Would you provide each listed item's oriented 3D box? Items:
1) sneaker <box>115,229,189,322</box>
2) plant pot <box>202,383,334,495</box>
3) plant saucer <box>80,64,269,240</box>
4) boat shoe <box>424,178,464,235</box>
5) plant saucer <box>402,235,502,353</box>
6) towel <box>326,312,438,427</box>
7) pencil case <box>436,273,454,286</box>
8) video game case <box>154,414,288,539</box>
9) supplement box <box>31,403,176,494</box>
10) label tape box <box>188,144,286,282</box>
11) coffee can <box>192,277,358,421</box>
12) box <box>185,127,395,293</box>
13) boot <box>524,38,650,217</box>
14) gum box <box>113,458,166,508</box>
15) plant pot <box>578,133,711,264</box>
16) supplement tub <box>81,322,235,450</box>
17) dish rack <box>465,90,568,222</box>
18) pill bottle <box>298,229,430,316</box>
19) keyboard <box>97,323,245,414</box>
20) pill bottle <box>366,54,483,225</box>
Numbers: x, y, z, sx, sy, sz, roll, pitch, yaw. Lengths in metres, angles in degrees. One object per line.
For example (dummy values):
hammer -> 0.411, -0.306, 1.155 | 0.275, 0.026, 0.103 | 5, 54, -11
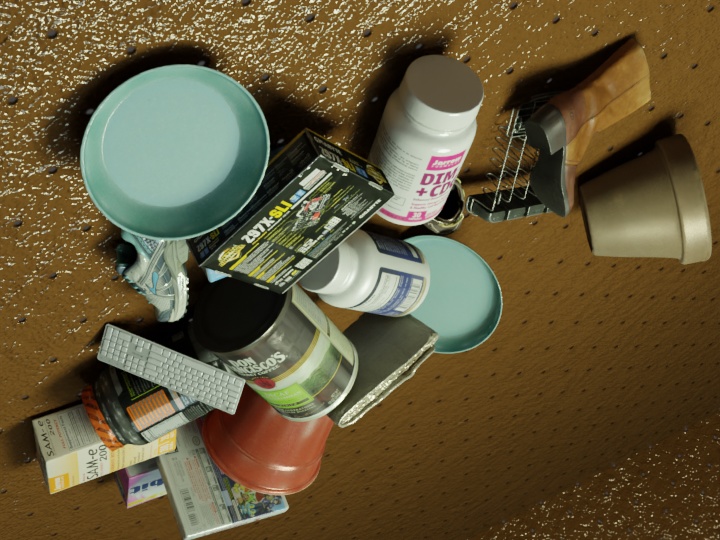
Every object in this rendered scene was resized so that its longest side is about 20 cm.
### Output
sneaker -> -0.256, -0.009, 1.416 | 0.086, 0.078, 0.200 | -7, 141, -14
plant pot -> -0.117, 0.204, 1.789 | 0.200, 0.201, 0.196 | -4, 136, -39
plant saucer -> -0.196, -0.128, 1.224 | 0.199, 0.036, 0.201 | -11, 124, -16
boat shoe -> 0.112, -0.094, 1.616 | 0.072, 0.060, 0.200 | -28, 153, -4
plant saucer -> 0.116, 0.032, 1.737 | 0.200, 0.200, 0.027 | -48, -176, 34
towel -> 0.006, 0.129, 1.668 | 0.200, 0.132, 0.035 | -38, 134, -18
pencil case -> 0.097, 0.052, 1.826 | 0.200, 0.091, 0.094 | -51, -174, 33
video game case -> -0.227, 0.307, 1.831 | 0.182, 0.201, 0.023 | -9, 154, -34
supplement box -> -0.375, 0.244, 1.717 | 0.199, 0.074, 0.126 | -18, 154, -21
label tape box -> -0.136, -0.085, 1.388 | 0.144, 0.063, 0.200 | -22, 150, -13
coffee can -> -0.111, 0.095, 1.575 | 0.146, 0.147, 0.200 | -33, 136, 8
box -> -0.079, -0.063, 1.358 | 0.200, 0.049, 0.159 | -41, 147, 20
boot -> 0.313, -0.189, 1.578 | 0.200, 0.068, 0.189 | -38, 130, -19
gum box -> -0.297, 0.306, 1.908 | 0.199, 0.066, 0.114 | -17, 150, -23
plant pot -> 0.435, -0.098, 1.812 | 0.174, 0.201, 0.200 | -11, 154, 7
supplement tub -> -0.276, 0.162, 1.618 | 0.199, 0.123, 0.123 | -27, 153, -3
dish rack -> 0.238, -0.160, 1.610 | 0.153, 0.055, 0.201 | -12, 130, -32
pill bottle -> 0.000, 0.000, 1.616 | 0.111, 0.111, 0.200 | -42, 150, 24
keyboard -> -0.251, 0.130, 1.541 | 0.011, 0.199, 0.056 | -62, 173, -62
pill bottle -> 0.074, -0.156, 1.411 | 0.113, 0.114, 0.200 | -15, 150, -25
